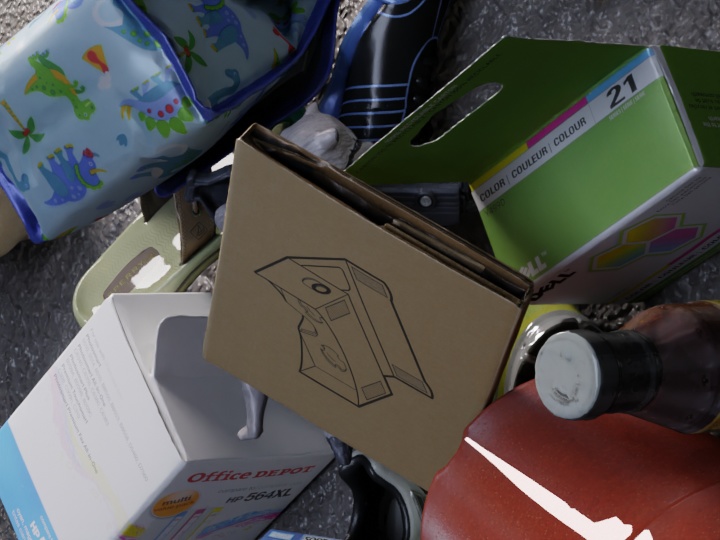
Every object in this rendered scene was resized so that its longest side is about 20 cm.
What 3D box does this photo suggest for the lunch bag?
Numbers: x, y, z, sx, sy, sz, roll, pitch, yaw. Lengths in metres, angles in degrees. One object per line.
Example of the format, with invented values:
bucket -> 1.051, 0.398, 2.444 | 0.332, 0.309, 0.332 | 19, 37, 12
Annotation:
lunch bag -> -0.112, -0.119, 1.411 | 0.170, 0.200, 0.127 | -31, 96, 36

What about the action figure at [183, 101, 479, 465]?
action figure -> 0.000, 0.000, 1.355 | 0.200, 0.105, 0.194 | -6, 114, 10

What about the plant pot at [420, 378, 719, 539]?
plant pot -> 0.140, 0.156, 1.197 | 0.195, 0.201, 0.201 | 39, 118, 49

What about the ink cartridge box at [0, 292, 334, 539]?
ink cartridge box -> -0.121, 0.106, 1.516 | 0.200, 0.129, 0.125 | -48, 58, 38

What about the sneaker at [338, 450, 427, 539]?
sneaker -> 0.020, 0.191, 1.396 | 0.076, 0.088, 0.200 | -4, 90, 46

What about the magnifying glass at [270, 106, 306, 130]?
magnifying glass -> -0.047, -0.091, 1.489 | 0.080, 0.022, 0.200 | -5, 74, 5

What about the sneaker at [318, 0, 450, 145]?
sneaker -> 0.017, -0.089, 1.417 | 0.078, 0.070, 0.200 | 33, 109, 14

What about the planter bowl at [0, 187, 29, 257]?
planter bowl -> -0.291, -0.080, 1.695 | 0.200, 0.135, 0.200 | 2, 93, 48

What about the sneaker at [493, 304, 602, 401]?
sneaker -> 0.093, 0.099, 1.335 | 0.090, 0.078, 0.200 | -112, 33, -59

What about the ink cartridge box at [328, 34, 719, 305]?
ink cartridge box -> 0.108, -0.046, 1.209 | 0.148, 0.200, 0.076 | -37, 64, 42

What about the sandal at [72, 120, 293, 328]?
sandal -> -0.112, -0.041, 1.518 | 0.201, 0.057, 0.080 | -51, 47, -1

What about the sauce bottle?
sauce bottle -> 0.164, 0.046, 1.151 | 0.066, 0.200, 0.066 | 4, 96, 48

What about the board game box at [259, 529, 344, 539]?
board game box -> 0.014, 0.247, 1.360 | 0.135, 0.034, 0.200 | 6, 118, 29

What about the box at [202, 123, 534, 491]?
box -> -0.003, 0.026, 1.249 | 0.163, 0.021, 0.200 | 30, 147, 10
